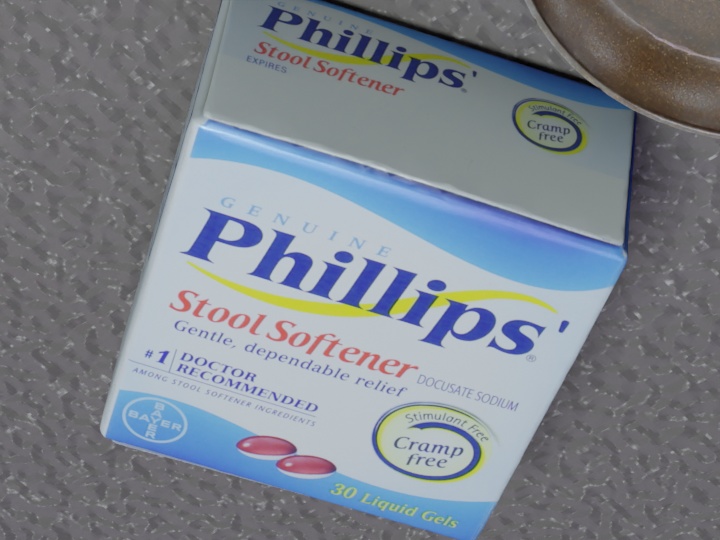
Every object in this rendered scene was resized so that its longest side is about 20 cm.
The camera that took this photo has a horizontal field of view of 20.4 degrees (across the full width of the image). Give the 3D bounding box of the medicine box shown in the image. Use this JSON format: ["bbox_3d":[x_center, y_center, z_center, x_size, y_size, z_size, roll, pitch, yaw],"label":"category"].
[{"bbox_3d":[0.000,0.000,0.864,0.180,0.103,0.201,16,135,-6],"label":"medicine box"}]

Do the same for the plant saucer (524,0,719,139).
[{"bbox_3d":[0.153,-0.132,0.731,0.198,0.032,0.201,6,134,6],"label":"plant saucer"}]
